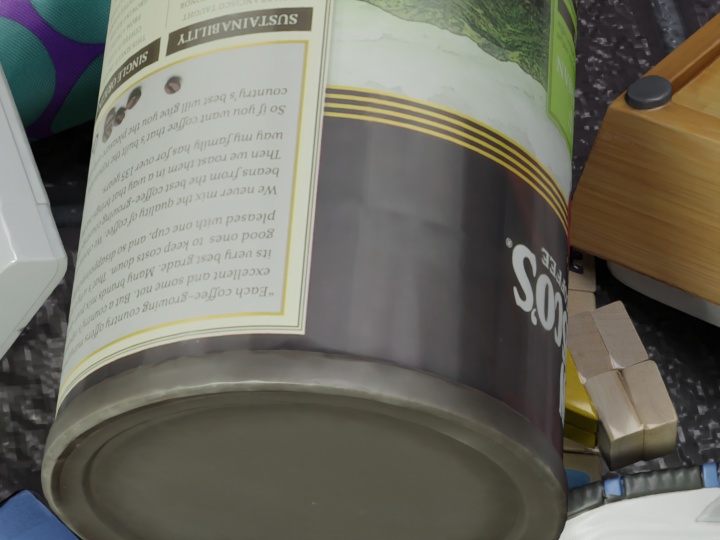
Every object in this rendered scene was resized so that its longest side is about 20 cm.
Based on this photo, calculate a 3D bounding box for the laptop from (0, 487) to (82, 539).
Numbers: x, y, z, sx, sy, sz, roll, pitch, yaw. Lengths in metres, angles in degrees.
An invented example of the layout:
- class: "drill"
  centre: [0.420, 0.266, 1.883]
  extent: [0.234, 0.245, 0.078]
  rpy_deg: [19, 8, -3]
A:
- class: "laptop"
  centre: [-0.094, 0.151, 0.766]
  extent: [0.187, 0.200, 0.116]
  rpy_deg: [-36, 101, -30]

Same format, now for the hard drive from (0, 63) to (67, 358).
- class: "hard drive"
  centre: [-0.157, -0.052, 0.874]
  extent: [0.026, 0.132, 0.200]
  rpy_deg: [-1, 58, -37]

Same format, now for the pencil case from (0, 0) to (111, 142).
- class: "pencil case"
  centre: [-0.073, -0.106, 0.966]
  extent: [0.200, 0.085, 0.092]
  rpy_deg: [-24, 24, -23]

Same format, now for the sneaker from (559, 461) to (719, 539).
- class: "sneaker"
  centre: [0.148, 0.098, 0.885]
  extent: [0.199, 0.076, 0.077]
  rpy_deg: [-6, 78, -15]

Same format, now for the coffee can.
- class: "coffee can"
  centre: [-0.009, -0.022, 0.811]
  extent: [0.146, 0.146, 0.201]
  rpy_deg: [7, 61, -6]

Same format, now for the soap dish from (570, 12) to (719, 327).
- class: "soap dish"
  centre: [0.189, -0.036, 0.932]
  extent: [0.200, 0.081, 0.157]
  rpy_deg: [23, 49, 39]

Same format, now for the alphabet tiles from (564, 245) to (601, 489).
- class: "alphabet tiles"
  centre: [0.000, 0.000, 0.956]
  extent: [0.167, 0.008, 0.200]
  rpy_deg: [6, 54, -6]

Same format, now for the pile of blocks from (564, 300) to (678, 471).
- class: "pile of blocks"
  centre: [0.009, 0.026, 0.903]
  extent: [0.200, 0.062, 0.082]
  rpy_deg: [28, 66, 19]
